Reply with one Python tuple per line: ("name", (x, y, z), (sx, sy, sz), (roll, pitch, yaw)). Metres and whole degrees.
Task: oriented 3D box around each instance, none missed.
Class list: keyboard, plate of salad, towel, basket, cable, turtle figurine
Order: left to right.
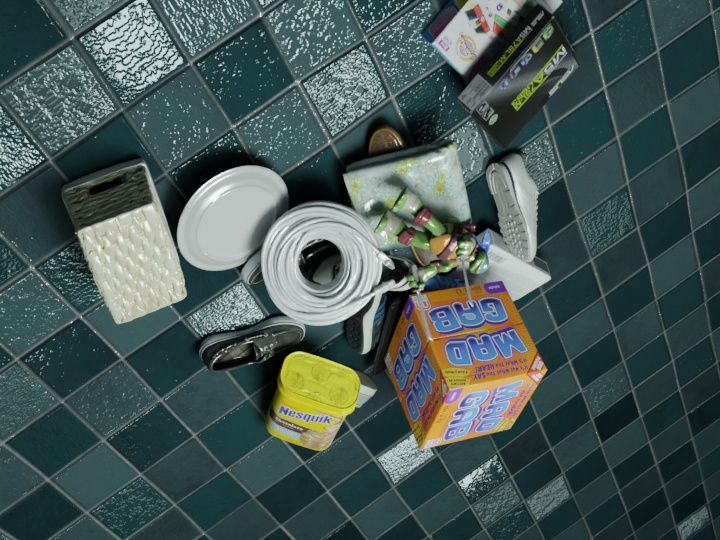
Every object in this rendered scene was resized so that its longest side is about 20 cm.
("basket", (-0.347, -0.039, 1.370), (0.133, 0.124, 0.203), (-21, 132, -12))
("plate of salad", (-0.205, -0.086, 1.461), (0.197, 0.048, 0.203), (-23, 139, -22))
("cable", (-0.063, -0.014, 1.486), (0.198, 0.069, 0.202), (-34, 102, 3))
("keyboard", (0.077, 0.110, 1.758), (0.126, 0.021, 0.203), (-27, 146, -38))
("towel", (0.080, -0.119, 1.532), (0.195, 0.049, 0.173), (-13, 129, 8))
("turtle figurine", (0.113, -0.024, 1.470), (0.192, 0.144, 0.202), (35, 79, -5))

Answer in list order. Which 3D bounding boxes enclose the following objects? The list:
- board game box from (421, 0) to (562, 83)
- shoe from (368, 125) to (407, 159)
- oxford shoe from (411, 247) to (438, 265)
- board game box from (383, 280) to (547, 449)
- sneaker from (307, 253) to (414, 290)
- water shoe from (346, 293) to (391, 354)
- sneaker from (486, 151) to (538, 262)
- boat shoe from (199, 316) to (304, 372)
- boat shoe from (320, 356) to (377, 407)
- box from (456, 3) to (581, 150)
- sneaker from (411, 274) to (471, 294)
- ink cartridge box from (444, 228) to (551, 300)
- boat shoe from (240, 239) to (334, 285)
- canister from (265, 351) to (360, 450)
("board game box", (0.213, -0.406, 1.472), (0.201, 0.040, 0.152), (-48, 132, 10))
("shoe", (0.058, -0.165, 1.561), (0.068, 0.054, 0.203), (-11, 128, 9))
("oxford shoe", (0.128, -0.080, 1.640), (0.070, 0.073, 0.203), (-19, 130, -16))
("board game box", (0.184, 0.171, 1.670), (0.196, 0.202, 0.202), (-8, 143, -21))
("sneaker", (0.000, 0.000, 1.578), (0.195, 0.078, 0.088), (-6, 174, 8))
("water shoe", (0.020, 0.060, 1.699), (0.078, 0.071, 0.203), (-25, 139, -40))
("sneaker", (0.298, -0.115, 1.682), (0.080, 0.076, 0.204), (-27, 112, -29))
("boat shoe", (-0.186, 0.137, 1.624), (0.196, 0.057, 0.070), (-14, 129, -20))
("boat shoe", (-0.053, 0.223, 1.762), (0.199, 0.070, 0.072), (24, 108, -40))
("box", (0.267, -0.316, 1.524), (0.201, 0.048, 0.192), (-48, 151, 9))
("sneaker", (0.165, 0.033, 1.715), (0.078, 0.067, 0.198), (-31, 142, 28))
("ink cartridge box", (0.250, 0.011, 1.798), (0.198, 0.044, 0.172), (24, 134, -39))
("boat shoe", (-0.111, -0.031, 1.540), (0.198, 0.057, 0.069), (-36, 161, -4))
("canister", (-0.093, 0.246, 1.680), (0.145, 0.088, 0.201), (18, 144, -4))
